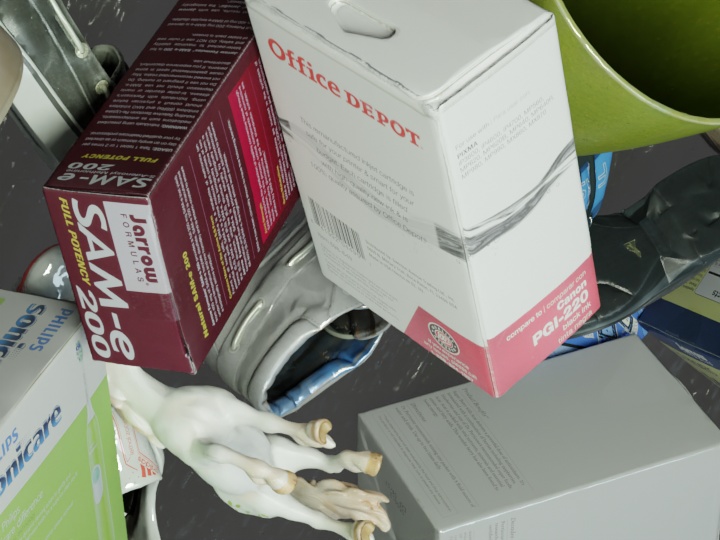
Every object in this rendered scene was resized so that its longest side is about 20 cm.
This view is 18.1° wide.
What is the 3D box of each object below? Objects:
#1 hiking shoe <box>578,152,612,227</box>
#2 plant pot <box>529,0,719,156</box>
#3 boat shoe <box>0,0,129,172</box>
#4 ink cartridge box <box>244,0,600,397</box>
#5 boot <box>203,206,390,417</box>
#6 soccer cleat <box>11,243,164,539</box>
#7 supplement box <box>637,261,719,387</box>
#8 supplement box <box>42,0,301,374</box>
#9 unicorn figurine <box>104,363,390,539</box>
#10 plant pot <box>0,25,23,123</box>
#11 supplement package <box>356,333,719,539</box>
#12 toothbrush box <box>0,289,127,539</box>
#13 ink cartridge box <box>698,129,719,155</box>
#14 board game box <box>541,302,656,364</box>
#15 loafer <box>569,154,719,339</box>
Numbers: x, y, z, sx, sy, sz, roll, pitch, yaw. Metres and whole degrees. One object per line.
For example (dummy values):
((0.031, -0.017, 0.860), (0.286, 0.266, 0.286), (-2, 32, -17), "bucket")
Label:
((0.102, -0.031, 1.289), (0.087, 0.074, 0.201), (38, 70, -41), "hiking shoe")
((0.102, -0.135, 1.181), (0.186, 0.200, 0.189), (11, 69, -31), "plant pot")
((-0.136, -0.080, 1.139), (0.064, 0.071, 0.200), (-42, 134, -9), "boat shoe")
((0.033, -0.058, 1.116), (0.085, 0.145, 0.201), (-39, 139, -20), "ink cartridge box")
((0.000, 0.000, 1.268), (0.200, 0.096, 0.074), (-44, 133, -4), "boot")
((-0.140, 0.077, 1.224), (0.068, 0.085, 0.201), (-20, 127, -24), "soccer cleat")
((0.325, 0.018, 1.430), (0.200, 0.134, 0.200), (37, 87, -21), "supplement box")
((-0.080, -0.055, 1.129), (0.200, 0.060, 0.109), (-62, 149, -46), "supplement box")
((-0.067, 0.084, 1.180), (0.074, 0.137, 0.201), (-54, 140, -29), "unicorn figurine")
((-0.275, -0.096, 0.971), (0.200, 0.200, 0.174), (-42, 116, -6), "plant pot")
((0.110, 0.141, 1.399), (0.199, 0.121, 0.120), (-14, 128, -19), "supplement package")
((-0.187, 0.131, 1.143), (0.146, 0.085, 0.201), (-57, 151, -52), "toothbrush box")
((0.255, -0.175, 1.356), (0.200, 0.075, 0.165), (-49, 132, 1), "ink cartridge box")
((0.110, 0.007, 1.404), (0.103, 0.019, 0.200), (-45, 133, -2), "board game box")
((0.152, 0.001, 1.372), (0.199, 0.073, 0.072), (-22, 162, -9), "loafer")
